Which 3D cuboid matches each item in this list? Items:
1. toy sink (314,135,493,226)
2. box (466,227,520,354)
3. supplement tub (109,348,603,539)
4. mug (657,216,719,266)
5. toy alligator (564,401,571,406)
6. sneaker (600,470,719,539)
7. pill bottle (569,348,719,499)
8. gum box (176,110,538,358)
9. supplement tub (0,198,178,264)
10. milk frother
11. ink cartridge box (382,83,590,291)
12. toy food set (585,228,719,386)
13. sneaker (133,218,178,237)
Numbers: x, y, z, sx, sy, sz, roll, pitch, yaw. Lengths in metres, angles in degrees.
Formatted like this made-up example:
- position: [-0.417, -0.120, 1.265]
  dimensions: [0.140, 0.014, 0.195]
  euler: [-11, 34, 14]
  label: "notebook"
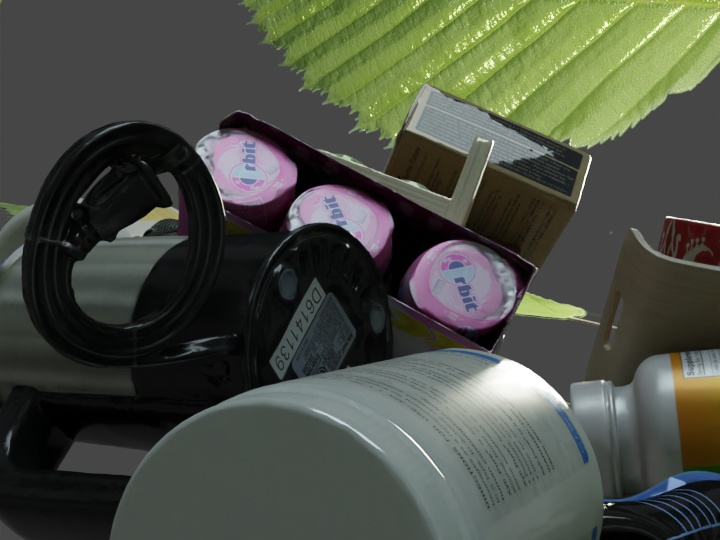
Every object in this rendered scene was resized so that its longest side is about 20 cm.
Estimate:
- position: [0.000, 0.000, 0.848]
  dimensions: [0.111, 0.201, 0.130]
  euler: [21, -19, 4]
  label: "toy sink"
- position: [0.038, 0.034, 1.021]
  dimensions: [0.151, 0.107, 0.200]
  euler: [20, 23, 3]
  label: "box"
- position: [0.011, 0.101, 0.482]
  dimensions: [0.131, 0.133, 0.200]
  euler: [11, 4, 24]
  label: "supplement tub"
- position: [0.307, 0.067, 1.024]
  dimensions: [0.176, 0.202, 0.133]
  euler: [10, 4, 17]
  label: "mug"
- position: [0.173, 0.126, 0.988]
  dimensions: [0.199, 0.059, 0.054]
  euler: [15, -32, 50]
  label: "toy alligator"
- position: [0.152, 0.147, 0.636]
  dimensions: [0.198, 0.071, 0.078]
  euler: [3, 15, -24]
  label: "sneaker"
- position: [0.243, 0.108, 0.834]
  dimensions: [0.198, 0.112, 0.111]
  euler: [-6, 2, 12]
  label: "pill bottle"
- position: [-0.014, 0.003, 0.711]
  dimensions: [0.199, 0.066, 0.114]
  euler: [28, -33, 7]
  label: "gum box"
- position: [-0.207, 0.013, 1.059]
  dimensions: [0.144, 0.147, 0.200]
  euler: [10, 4, 17]
  label: "supplement tub"
- position: [-0.116, 0.015, 0.601]
  dimensions: [0.187, 0.201, 0.181]
  euler: [-1, 29, 34]
  label: "milk frother"
- position: [0.093, -0.049, 1.133]
  dimensions: [0.164, 0.201, 0.075]
  euler: [25, 50, 1]
  label: "ink cartridge box"
- position: [0.272, 0.048, 0.895]
  dimensions: [0.198, 0.144, 0.061]
  euler: [10, 35, 1]
  label: "toy food set"
- position: [-0.165, 0.012, 0.909]
  dimensions: [0.198, 0.077, 0.114]
  euler: [-14, 12, -20]
  label: "sneaker"
